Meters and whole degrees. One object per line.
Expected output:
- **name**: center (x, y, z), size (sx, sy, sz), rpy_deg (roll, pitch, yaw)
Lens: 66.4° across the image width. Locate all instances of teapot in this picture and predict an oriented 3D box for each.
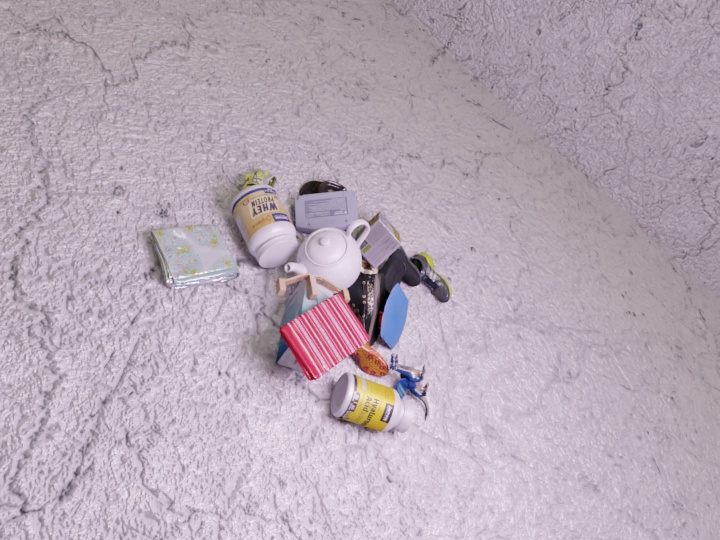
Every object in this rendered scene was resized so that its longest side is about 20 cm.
- **teapot**: center (-0.084, -0.046, 1.497), size (0.194, 0.147, 0.203), rpy_deg (8, 60, 7)

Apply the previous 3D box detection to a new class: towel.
- **towel**: center (-0.430, -0.041, 1.426), size (0.198, 0.048, 0.173), rpy_deg (-8, 61, -40)
- **towel**: center (-0.083, 0.154, 1.305), size (0.199, 0.022, 0.146), rpy_deg (-30, 82, -39)

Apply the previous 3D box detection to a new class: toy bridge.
- **toy bridge**: center (-0.122, 0.040, 1.373), size (0.197, 0.027, 0.068), rpy_deg (11, 47, -28)

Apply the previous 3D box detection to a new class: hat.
- **hat**: center (-0.097, -0.248, 1.814), size (0.198, 0.081, 0.203), rpy_deg (20, 44, -20)

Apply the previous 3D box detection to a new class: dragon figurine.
- **dragon figurine**: center (0.133, 0.312, 1.503), size (0.059, 0.098, 0.203), rpy_deg (-61, 141, -60)

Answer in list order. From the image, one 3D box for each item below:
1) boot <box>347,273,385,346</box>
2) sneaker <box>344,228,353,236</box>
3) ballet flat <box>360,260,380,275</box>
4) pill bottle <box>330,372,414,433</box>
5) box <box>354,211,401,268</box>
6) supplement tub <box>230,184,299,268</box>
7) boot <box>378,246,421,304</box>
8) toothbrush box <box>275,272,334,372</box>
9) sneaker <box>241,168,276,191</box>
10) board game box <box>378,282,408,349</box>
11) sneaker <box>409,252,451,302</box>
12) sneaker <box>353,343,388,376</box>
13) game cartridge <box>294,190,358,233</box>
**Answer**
- **boot**: center (-0.012, 0.103, 1.577), size (0.151, 0.208, 0.073), rpy_deg (8, 0, 21)
- **sneaker**: center (-0.065, -0.080, 1.702), size (0.086, 0.075, 0.202), rpy_deg (-11, 62, -35)
- **ballet flat**: center (0.000, 0.000, 1.639), size (0.198, 0.072, 0.065), rpy_deg (21, 1, -34)
- **pill bottle**: center (0.033, 0.339, 1.383), size (0.197, 0.112, 0.112), rpy_deg (23, 44, -18)
- **box**: center (0.053, -0.099, 1.702), size (0.101, 0.112, 0.200), rpy_deg (46, 10, -8)
- **supplement tub**: center (-0.266, -0.124, 1.541), size (0.143, 0.145, 0.202), rpy_deg (-10, 60, -40)
- **boot**: center (0.116, 0.041, 1.703), size (0.166, 0.065, 0.201), rpy_deg (52, 35, -23)
- **toothbrush box**: center (-0.141, 0.133, 1.410), size (0.084, 0.147, 0.202), rpy_deg (21, 44, -19)
- **sneaker**: center (-0.329, -0.247, 1.665), size (0.076, 0.076, 0.200), rpy_deg (30, 32, 1)
- **board game box**: center (0.083, 0.130, 1.575), size (0.038, 0.200, 0.160), rpy_deg (12, 69, 24)
- **sneaker**: center (0.224, 0.027, 1.815), size (0.080, 0.074, 0.201), rpy_deg (-5, 50, -46)
- **sneaker**: center (0.004, 0.211, 1.505), size (0.200, 0.073, 0.077), rpy_deg (42, 29, -3)
- **game cartridge**: center (-0.106, -0.180, 1.711), size (0.196, 0.041, 0.135), rpy_deg (-5, 59, 0)
